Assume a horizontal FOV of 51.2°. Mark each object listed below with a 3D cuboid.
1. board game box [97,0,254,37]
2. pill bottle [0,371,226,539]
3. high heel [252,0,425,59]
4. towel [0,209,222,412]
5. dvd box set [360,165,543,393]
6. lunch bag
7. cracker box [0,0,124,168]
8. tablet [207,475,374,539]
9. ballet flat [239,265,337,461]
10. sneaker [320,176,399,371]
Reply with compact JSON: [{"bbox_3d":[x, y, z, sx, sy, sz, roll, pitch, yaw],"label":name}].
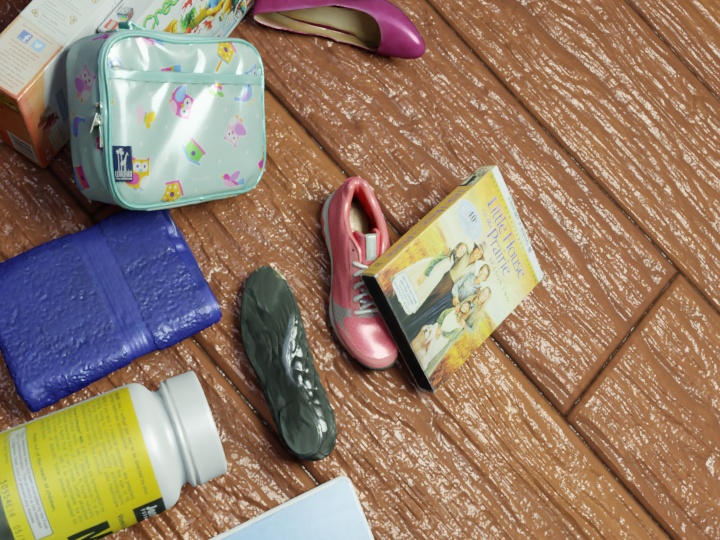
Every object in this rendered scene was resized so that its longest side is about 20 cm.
[{"bbox_3d":[-0.185,-0.269,0.788,0.034,0.127,0.203,25,67,14],"label":"board game box"},{"bbox_3d":[-0.222,0.167,0.645,0.196,0.114,0.117,-20,78,-19],"label":"pill bottle"},{"bbox_3d":[-0.025,-0.275,0.864,0.196,0.068,0.097,26,57,11],"label":"high heel"},{"bbox_3d":[-0.249,0.029,0.723,0.197,0.050,0.150,-26,73,-20],"label":"towel"},{"bbox_3d":[0.103,0.006,0.787,0.199,0.029,0.149,-40,114,-27],"label":"dvd box set"},{"bbox_3d":[-0.178,-0.147,0.710,0.198,0.076,0.165,-16,114,-49],"label":"lunch bag"},{"bbox_3d":[-0.283,-0.218,0.743,0.057,0.134,0.203,30,68,-1],"label":"cracker box"},{"bbox_3d":[-0.073,0.292,0.698,0.196,0.014,0.133,-20,78,-20],"label":"tablet"},{"bbox_3d":[-0.075,0.092,0.752,0.065,0.057,0.205,-21,72,9],"label":"ballet flat"},{"bbox_3d":[0.000,0.000,0.771,0.072,0.087,0.206,-8,75,-15],"label":"sneaker"}]
